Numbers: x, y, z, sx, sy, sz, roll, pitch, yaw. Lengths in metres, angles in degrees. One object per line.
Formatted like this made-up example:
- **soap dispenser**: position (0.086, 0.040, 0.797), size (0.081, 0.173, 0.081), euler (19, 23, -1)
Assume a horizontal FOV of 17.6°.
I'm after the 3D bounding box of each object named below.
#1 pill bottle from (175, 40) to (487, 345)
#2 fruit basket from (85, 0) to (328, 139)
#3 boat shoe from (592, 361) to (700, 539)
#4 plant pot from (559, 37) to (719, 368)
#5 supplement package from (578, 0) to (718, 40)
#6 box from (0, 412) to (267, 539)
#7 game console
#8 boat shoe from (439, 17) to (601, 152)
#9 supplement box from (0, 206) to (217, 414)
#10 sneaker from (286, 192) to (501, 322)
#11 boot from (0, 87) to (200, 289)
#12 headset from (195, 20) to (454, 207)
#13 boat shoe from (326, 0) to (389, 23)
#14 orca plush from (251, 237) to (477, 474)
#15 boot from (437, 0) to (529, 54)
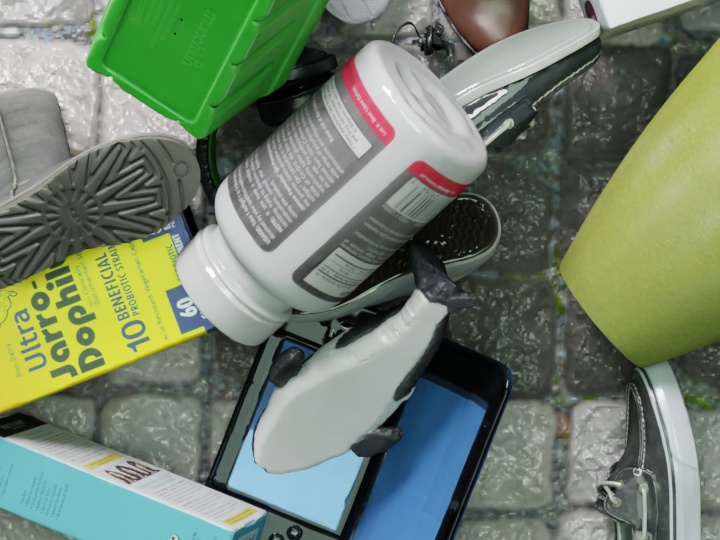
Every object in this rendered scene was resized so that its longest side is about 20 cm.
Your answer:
- **pill bottle**: position (-0.023, -0.044, 1.497), size (0.200, 0.111, 0.111), euler (-42, 91, 19)
- **fruit basket**: position (-0.081, -0.218, 1.474), size (0.155, 0.216, 0.217), euler (32, 90, -1)
- **boat shoe**: position (0.198, 0.164, 1.629), size (0.070, 0.072, 0.202), euler (-6, 93, -5)
- **plant pot**: position (0.241, -0.031, 1.589), size (0.200, 0.187, 0.187), euler (-42, 91, 12)
- **supplement package**: position (0.205, -0.280, 1.607), size (0.155, 0.111, 0.202), euler (-19, 90, -1)
- **box**: position (-0.171, 0.158, 1.598), size (0.199, 0.082, 0.050), euler (20, 98, 13)
- **game console**: position (-0.009, 0.127, 1.604), size (0.169, 0.118, 0.201), euler (22, 90, -1)
- **boat shoe**: position (0.080, -0.107, 1.582), size (0.199, 0.076, 0.061), euler (-26, 110, -2)
- **supplement box**: position (-0.200, 0.022, 1.605), size (0.199, 0.110, 0.110), euler (-22, 90, 0)
- **sneaker**: position (0.000, 0.000, 1.617), size (0.198, 0.085, 0.073), euler (-9, 77, -1)
- **boot**: position (-0.201, -0.072, 1.562), size (0.180, 0.200, 0.073), euler (-19, 112, -1)
- **headset**: position (-0.023, -0.108, 1.637), size (0.199, 0.094, 0.124), euler (-37, 96, 15)
- **boat shoe**: position (-0.035, -0.269, 1.619), size (0.072, 0.071, 0.201), euler (-27, 108, -6)
- **orca plush**: position (-0.005, 0.052, 1.566), size (0.104, 0.071, 0.201), euler (21, 122, -14)
- **boot**: position (0.083, -0.240, 1.560), size (0.068, 0.200, 0.190), euler (-5, 91, -1)
